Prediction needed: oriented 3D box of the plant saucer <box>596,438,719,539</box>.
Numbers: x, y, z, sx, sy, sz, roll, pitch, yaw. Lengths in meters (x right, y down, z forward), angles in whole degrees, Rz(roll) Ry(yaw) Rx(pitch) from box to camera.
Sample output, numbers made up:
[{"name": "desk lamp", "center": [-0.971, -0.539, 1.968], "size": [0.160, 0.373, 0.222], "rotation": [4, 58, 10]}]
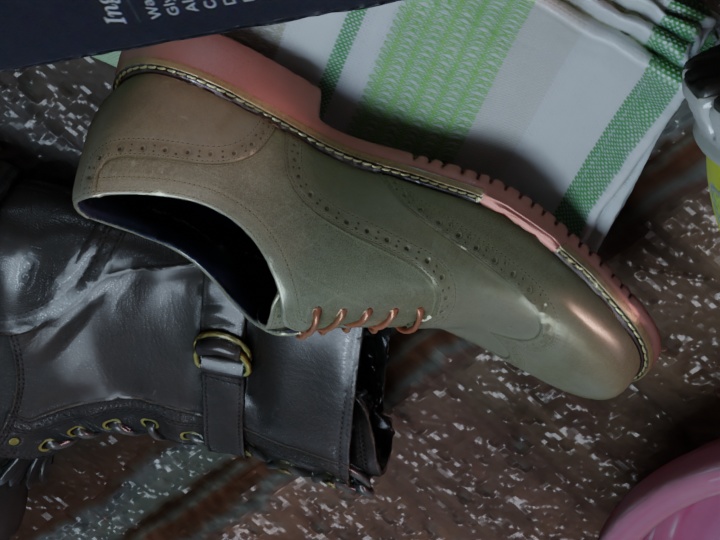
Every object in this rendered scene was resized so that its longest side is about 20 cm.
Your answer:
[{"name": "plant saucer", "center": [0.180, 0.120, 0.938], "size": [0.199, 0.051, 0.201], "rotation": [11, 135, 11]}]

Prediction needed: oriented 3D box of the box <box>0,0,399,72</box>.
[{"name": "box", "center": [-0.030, -0.164, 0.648], "size": [0.199, 0.198, 0.118], "rotation": [-9, 134, 22]}]

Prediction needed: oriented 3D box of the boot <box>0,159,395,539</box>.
[{"name": "boot", "center": [-0.074, 0.051, 0.962], "size": [0.173, 0.069, 0.201], "rotation": [16, 132, 7]}]

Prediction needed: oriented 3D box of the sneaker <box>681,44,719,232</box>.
[{"name": "sneaker", "center": [0.146, 0.007, 0.704], "size": [0.078, 0.200, 0.091], "rotation": [-12, 118, -5]}]

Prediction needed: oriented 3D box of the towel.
[{"name": "towel", "center": [0.000, -0.070, 0.830], "size": [0.199, 0.031, 0.149], "rotation": [23, 148, 0]}]

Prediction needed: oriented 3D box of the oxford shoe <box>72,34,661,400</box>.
[{"name": "oxford shoe", "center": [0.000, 0.000, 0.846], "size": [0.199, 0.074, 0.071], "rotation": [27, 151, -3]}]
